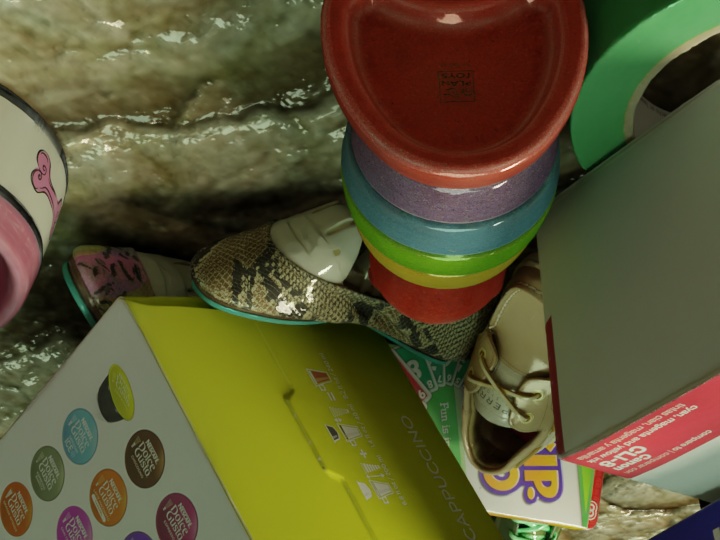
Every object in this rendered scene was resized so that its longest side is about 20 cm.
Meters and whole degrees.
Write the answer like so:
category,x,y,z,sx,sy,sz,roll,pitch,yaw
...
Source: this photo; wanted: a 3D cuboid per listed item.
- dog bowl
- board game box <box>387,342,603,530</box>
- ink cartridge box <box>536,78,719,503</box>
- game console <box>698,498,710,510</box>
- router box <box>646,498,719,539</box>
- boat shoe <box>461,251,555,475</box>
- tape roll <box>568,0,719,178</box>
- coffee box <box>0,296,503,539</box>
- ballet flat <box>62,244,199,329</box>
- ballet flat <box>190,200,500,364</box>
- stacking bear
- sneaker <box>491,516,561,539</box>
category,x,y,z,sx,sy,sz,roll,pitch,yaw
dog bowl,-0.253,-0.027,0.845,0.199,0.074,0.200,-2,148,-1
board game box,0.078,0.109,1.060,0.200,0.096,0.030,13,170,-25
ink cartridge box,0.210,0.026,0.803,0.200,0.146,0.145,19,143,-29
game console,0.230,0.134,1.009,0.176,0.200,0.116,21,140,-32
router box,0.228,0.170,0.839,0.179,0.049,0.200,20,138,-30
boat shoe,0.096,0.065,0.956,0.074,0.069,0.200,38,155,21
tape roll,0.198,-0.096,0.790,0.200,0.048,0.201,-2,148,-1
coffee box,-0.072,0.149,0.924,0.200,0.200,0.198,2,139,-50
ballet flat,-0.119,0.033,0.966,0.071,0.069,0.200,-21,152,-5
ballet flat,0.000,0.000,0.925,0.200,0.068,0.075,17,122,-36
stacking bear,0.043,-0.042,0.814,0.121,0.114,0.200,-1,152,-1
sneaker,0.125,0.196,1.205,0.077,0.089,0.200,3,147,-9
